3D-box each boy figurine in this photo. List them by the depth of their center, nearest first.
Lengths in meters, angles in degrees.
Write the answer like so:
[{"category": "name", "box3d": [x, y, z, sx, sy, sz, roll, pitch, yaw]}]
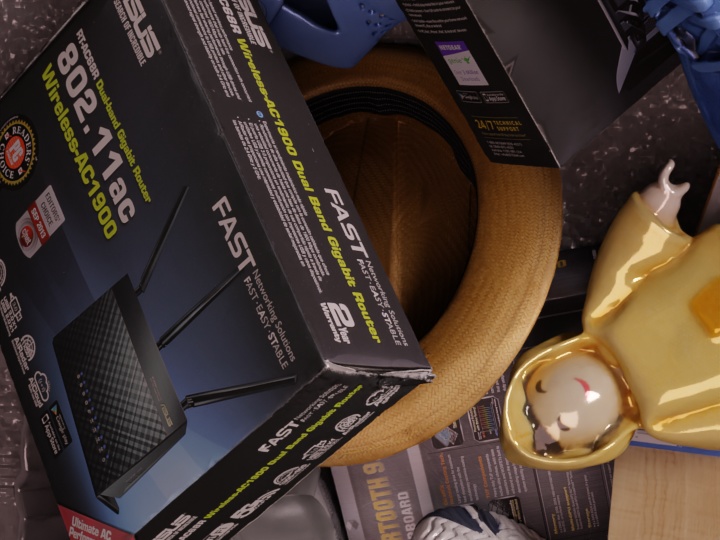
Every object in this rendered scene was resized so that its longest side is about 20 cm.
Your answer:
[{"category": "boy figurine", "box3d": [0.138, 0.018, 0.804, 0.199, 0.064, 0.125, -27, 86, 13]}]

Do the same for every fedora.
[{"category": "fedora", "box3d": [0.000, 0.000, 0.853, 0.200, 0.201, 0.082, -14, 150, 8]}]

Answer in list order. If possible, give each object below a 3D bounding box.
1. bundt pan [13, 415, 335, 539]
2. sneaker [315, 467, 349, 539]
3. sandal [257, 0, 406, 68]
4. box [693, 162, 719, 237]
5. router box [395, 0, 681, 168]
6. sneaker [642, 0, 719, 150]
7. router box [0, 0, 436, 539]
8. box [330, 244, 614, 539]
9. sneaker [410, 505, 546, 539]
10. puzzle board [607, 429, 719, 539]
[{"category": "bundt pan", "box3d": [-0.079, 0.127, 0.899, 0.076, 0.202, 0.203, -7, 122, -37]}, {"category": "sneaker", "box3d": [-0.047, 0.182, 0.970, 0.082, 0.075, 0.201, 5, 116, -2]}, {"category": "sandal", "box3d": [-0.008, -0.125, 0.831, 0.199, 0.080, 0.087, -2, 119, 12]}, {"category": "box", "box3d": [0.198, 0.012, 0.854, 0.119, 0.041, 0.201, 21, 99, 15]}, {"category": "router box", "box3d": [0.094, -0.161, 0.763, 0.200, 0.052, 0.158, -40, 112, -20]}, {"category": "sneaker", "box3d": [0.100, -0.111, 0.694, 0.111, 0.077, 0.201, -20, 100, -32]}, {"category": "router box", "box3d": [-0.075, -0.002, 0.771, 0.062, 0.200, 0.150, 6, 141, -49]}, {"category": "box", "box3d": [0.068, 0.097, 0.942, 0.158, 0.048, 0.201, -11, 114, 7]}, {"category": "sneaker", "box3d": [0.077, 0.205, 0.921, 0.199, 0.080, 0.130, 33, 103, -25]}, {"category": "puzzle board", "box3d": [0.181, 0.096, 0.832, 0.150, 0.017, 0.201, 5, 92, 17]}]
